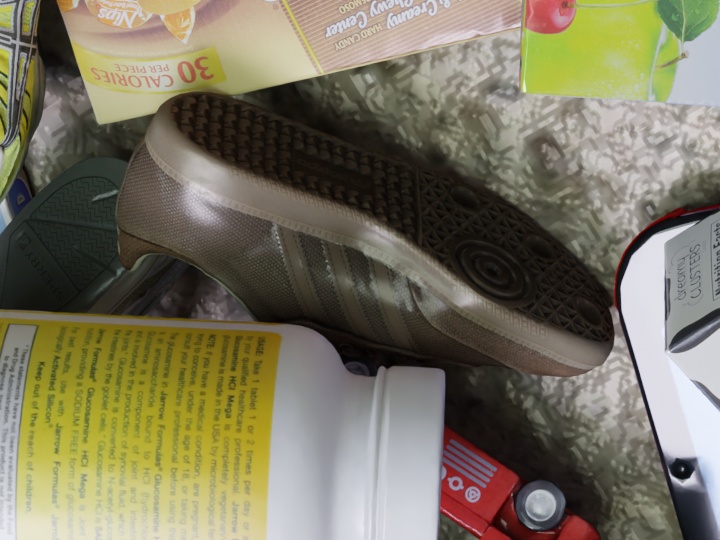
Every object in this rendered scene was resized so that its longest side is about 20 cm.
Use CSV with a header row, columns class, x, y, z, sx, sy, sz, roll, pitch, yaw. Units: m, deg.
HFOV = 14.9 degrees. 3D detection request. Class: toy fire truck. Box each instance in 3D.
class,x,y,z,sx,sy,sz,roll,pitch,yaw
toy fire truck,-0.020,0.105,1.105,0.199,0.049,0.141,34,86,6

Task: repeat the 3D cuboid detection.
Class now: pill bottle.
class,x,y,z,sx,sy,sz,roll,pitch,yaw
pill bottle,-0.069,0.075,1.028,0.198,0.113,0.113,3,113,3

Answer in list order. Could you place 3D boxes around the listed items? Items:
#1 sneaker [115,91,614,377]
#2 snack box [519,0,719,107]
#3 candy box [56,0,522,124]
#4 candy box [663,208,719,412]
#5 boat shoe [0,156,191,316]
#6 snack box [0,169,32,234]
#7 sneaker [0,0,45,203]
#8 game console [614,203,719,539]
class,x,y,z,sx,sy,sz,roll,pitch,yaw
sneaker,0.000,0.000,1.068,0.199,0.071,0.076,26,124,-7
snack box,0.157,-0.128,0.941,0.198,0.053,0.143,4,115,3
candy box,-0.025,-0.134,1.044,0.199,0.055,0.116,-11,106,26
candy box,0.230,0.015,0.943,0.199,0.072,0.168,-34,114,25
boat shoe,-0.148,0.035,1.129,0.202,0.065,0.075,-44,62,10
snack box,-0.186,-0.060,1.161,0.071,0.024,0.201,-11,106,25
sneaker,-0.149,-0.091,1.029,0.075,0.077,0.201,1,140,3
game console,0.199,0.060,1.043,0.176,0.031,0.201,-10,107,26
